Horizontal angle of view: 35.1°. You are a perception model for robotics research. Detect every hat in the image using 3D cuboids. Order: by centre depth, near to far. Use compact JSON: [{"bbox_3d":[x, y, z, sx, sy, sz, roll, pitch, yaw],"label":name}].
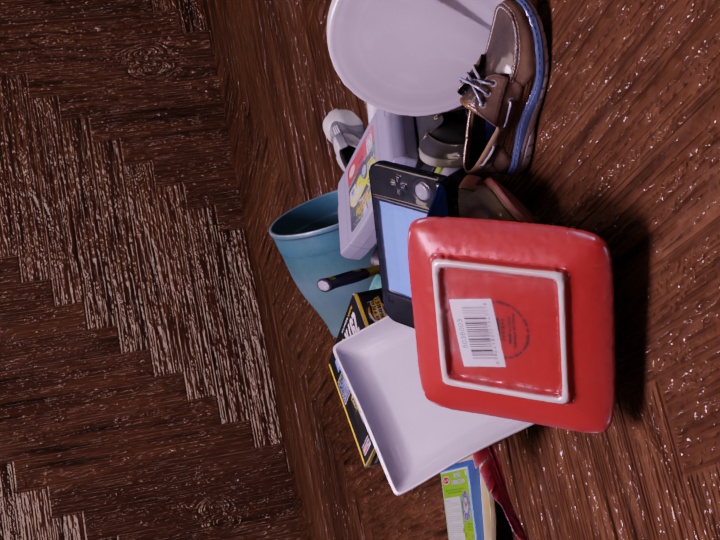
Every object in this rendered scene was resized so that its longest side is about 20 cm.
[{"bbox_3d":[0.163,0.189,1.409,0.166,0.175,0.201,-61,-9,-74],"label":"hat"}]

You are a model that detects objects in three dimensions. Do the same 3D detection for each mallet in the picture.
[{"bbox_3d":[0.000,0.000,1.374,0.066,0.200,0.041,19,107,34],"label":"mallet"}]

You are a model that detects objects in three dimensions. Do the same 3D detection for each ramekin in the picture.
[{"bbox_3d":[0.063,-0.271,1.194,0.094,0.201,0.203,-94,6,-49],"label":"ramekin"}]

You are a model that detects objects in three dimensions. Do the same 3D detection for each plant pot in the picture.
[{"bbox_3d":[-0.012,-0.008,1.687,0.200,0.199,0.189,-140,29,-71],"label":"plant pot"}]

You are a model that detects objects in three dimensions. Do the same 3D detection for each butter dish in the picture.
[{"bbox_3d":[0.160,0.029,1.076,0.148,0.199,0.201,-38,-53,-52],"label":"butter dish"}]

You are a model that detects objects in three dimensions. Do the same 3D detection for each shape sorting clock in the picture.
[{"bbox_3d":[0.148,0.320,1.500,0.200,0.039,0.201,176,90,-79],"label":"shape sorting clock"}]

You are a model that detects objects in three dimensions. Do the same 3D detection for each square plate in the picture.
[{"bbox_3d":[0.090,0.126,1.298,0.199,0.200,0.028,65,-170,27],"label":"square plate"}]

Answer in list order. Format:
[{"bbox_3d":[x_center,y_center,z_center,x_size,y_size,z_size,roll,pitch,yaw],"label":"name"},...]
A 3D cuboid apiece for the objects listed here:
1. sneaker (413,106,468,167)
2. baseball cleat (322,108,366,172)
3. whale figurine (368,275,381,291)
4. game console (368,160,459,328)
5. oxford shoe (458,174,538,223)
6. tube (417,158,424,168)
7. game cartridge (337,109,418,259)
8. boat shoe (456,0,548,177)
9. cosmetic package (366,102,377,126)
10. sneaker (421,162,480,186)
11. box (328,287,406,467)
[{"bbox_3d":[0.099,-0.189,1.329,0.200,0.075,0.107,-124,29,-64],"label":"sneaker"},{"bbox_3d":[0.010,-0.145,1.580,0.200,0.070,0.107,31,-143,-53],"label":"baseball cleat"},{"bbox_3d":[0.062,0.051,1.536,0.159,0.104,0.200,54,178,-2],"label":"whale figurine"},{"bbox_3d":[0.050,0.005,1.203,0.170,0.118,0.201,18,126,41],"label":"game console"},{"bbox_3d":[0.133,-0.053,1.221,0.071,0.074,0.200,43,180,-9],"label":"oxford shoe"},{"bbox_3d":[0.046,-0.111,1.512,0.058,0.052,0.200,46,131,19],"label":"tube"},{"bbox_3d":[0.017,-0.110,1.424,0.200,0.041,0.133,120,150,-47],"label":"game cartridge"},{"bbox_3d":[0.140,-0.178,1.151,0.072,0.072,0.201,-130,31,-48],"label":"boat shoe"},{"bbox_3d":[0.045,-0.256,1.471,0.200,0.074,0.102,91,174,-46],"label":"cosmetic package"},{"bbox_3d":[0.091,-0.039,1.338,0.072,0.083,0.201,9,-81,-71],"label":"sneaker"},{"bbox_3d":[0.018,0.138,1.445,0.200,0.049,0.160,110,146,-58],"label":"box"}]
